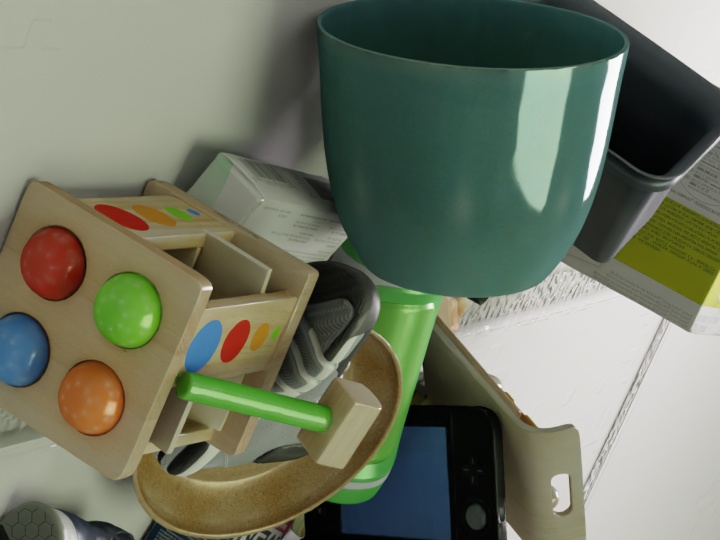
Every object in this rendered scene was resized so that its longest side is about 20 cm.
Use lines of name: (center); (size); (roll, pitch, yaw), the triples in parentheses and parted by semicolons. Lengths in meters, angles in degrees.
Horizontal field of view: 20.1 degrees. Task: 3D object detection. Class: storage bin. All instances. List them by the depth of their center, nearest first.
storage bin: (0.160, -0.102, 1.560); (0.145, 0.199, 0.135); (-42, 161, -37)

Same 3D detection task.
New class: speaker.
speaker: (0.002, 0.065, 1.466); (0.088, 0.088, 0.201); (-22, 133, -57)

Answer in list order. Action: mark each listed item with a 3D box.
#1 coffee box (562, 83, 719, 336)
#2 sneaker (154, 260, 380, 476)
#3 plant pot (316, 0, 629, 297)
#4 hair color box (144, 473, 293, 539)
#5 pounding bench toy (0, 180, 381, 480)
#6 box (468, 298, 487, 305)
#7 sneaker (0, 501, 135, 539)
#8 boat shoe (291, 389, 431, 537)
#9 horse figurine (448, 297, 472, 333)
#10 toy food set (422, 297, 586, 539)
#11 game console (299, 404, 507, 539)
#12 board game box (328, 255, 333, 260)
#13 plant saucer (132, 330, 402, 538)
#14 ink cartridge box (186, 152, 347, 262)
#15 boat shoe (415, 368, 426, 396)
coffee box: (0.279, -0.074, 1.821); (0.199, 0.199, 0.199); (-64, 158, 8)
sneaker: (-0.036, 0.063, 1.284); (0.200, 0.075, 0.115); (-38, 149, 32)
plant pot: (0.066, -0.078, 1.313); (0.200, 0.199, 0.162); (-27, 126, -54)
hair color box: (-0.124, 0.227, 1.500); (0.201, 0.060, 0.100); (-58, 157, -6)
pounding bench toy: (-0.101, 0.048, 1.149); (0.156, 0.199, 0.125); (-6, 123, -64)
box: (0.076, -0.066, 1.500); (0.075, 0.050, 0.201); (-46, 144, -21)
sneaker: (-0.210, 0.254, 1.326); (0.203, 0.077, 0.146); (-62, 155, 0)
boat shoe: (0.011, 0.173, 1.649); (0.201, 0.063, 0.073); (-49, 177, 40)
horse figurine: (0.076, 0.004, 1.680); (0.200, 0.050, 0.133); (-49, 150, -29)
toy food set: (0.110, 0.108, 1.571); (0.060, 0.200, 0.144); (-26, 137, -17)
game console: (0.000, 0.192, 1.516); (0.116, 0.199, 0.178); (-3, 91, -48)
board game box: (0.000, 0.000, 1.536); (0.201, 0.029, 0.135); (-57, 157, -8)
plant saucer: (-0.067, 0.099, 1.380); (0.199, 0.036, 0.201); (-18, 136, -18)
ink cartridge box: (-0.104, 0.016, 1.337); (0.200, 0.050, 0.161); (-46, 161, 14)
boat shoe: (0.047, 0.120, 1.738); (0.073, 0.062, 0.200); (-60, 158, -5)
